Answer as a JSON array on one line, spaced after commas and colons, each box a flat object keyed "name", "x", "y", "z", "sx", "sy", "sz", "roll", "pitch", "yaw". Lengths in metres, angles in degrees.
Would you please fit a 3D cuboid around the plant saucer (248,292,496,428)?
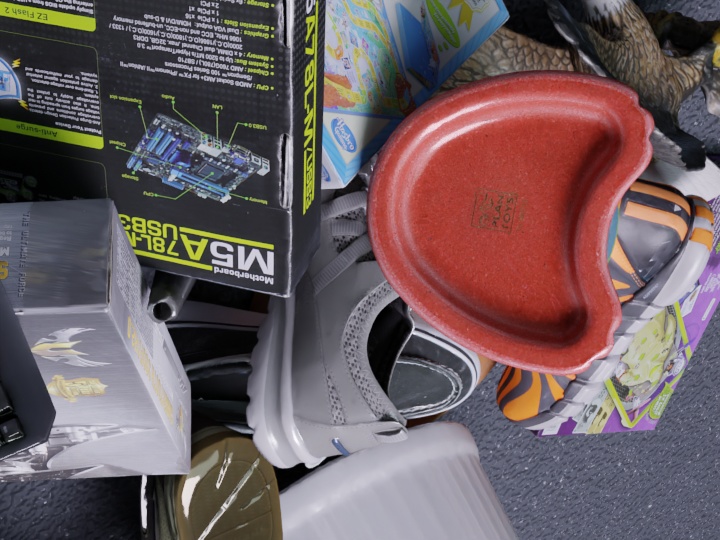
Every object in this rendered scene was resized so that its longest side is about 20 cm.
[{"name": "plant saucer", "x": 0.026, "y": 0.021, "z": 1.002, "sx": 0.200, "sy": 0.032, "sz": 0.201, "roll": -23, "pitch": 134, "yaw": -26}]

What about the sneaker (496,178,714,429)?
[{"name": "sneaker", "x": 0.100, "y": 0.008, "z": 0.982, "sx": 0.112, "sy": 0.078, "sz": 0.200, "roll": 19, "pitch": 133, "yaw": -15}]

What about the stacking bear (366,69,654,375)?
[{"name": "stacking bear", "x": 0.070, "y": -0.025, "z": 0.809, "sx": 0.200, "sy": 0.113, "sz": 0.122, "roll": -6, "pitch": 106, "yaw": -82}]

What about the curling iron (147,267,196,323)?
[{"name": "curling iron", "x": -0.071, "y": -0.026, "z": 0.791, "sx": 0.026, "sy": 0.200, "sz": 0.050, "roll": 37, "pitch": 114, "yaw": -8}]

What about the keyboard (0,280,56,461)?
[{"name": "keyboard", "x": -0.202, "y": -0.006, "z": 0.625, "sx": 0.127, "sy": 0.201, "sz": 0.021, "roll": -24, "pitch": 166, "yaw": -13}]

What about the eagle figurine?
[{"name": "eagle figurine", "x": 0.123, "y": -0.103, "z": 0.915, "sx": 0.200, "sy": 0.151, "sz": 0.152, "roll": -23, "pitch": 157, "yaw": -40}]

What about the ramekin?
[{"name": "ramekin", "x": 0.001, "y": 0.182, "z": 1.003, "sx": 0.200, "sy": 0.098, "sz": 0.201, "roll": -28, "pitch": 158, "yaw": -12}]

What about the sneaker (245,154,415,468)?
[{"name": "sneaker", "x": 0.000, "y": 0.000, "z": 0.863, "sx": 0.075, "sy": 0.082, "sz": 0.201, "roll": 48, "pitch": 43, "yaw": -63}]

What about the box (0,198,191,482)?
[{"name": "box", "x": -0.162, "y": 0.038, "z": 0.737, "sx": 0.157, "sy": 0.049, "sz": 0.200, "roll": -2, "pitch": 156, "yaw": 2}]

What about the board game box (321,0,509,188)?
[{"name": "board game box", "x": -0.024, "y": -0.153, "z": 0.730, "sx": 0.134, "sy": 0.034, "sz": 0.201, "roll": -46, "pitch": 120, "yaw": -34}]

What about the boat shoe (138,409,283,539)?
[{"name": "boat shoe", "x": -0.075, "y": 0.156, "z": 0.893, "sx": 0.071, "sy": 0.066, "sz": 0.202, "roll": -17, "pitch": 124, "yaw": -24}]

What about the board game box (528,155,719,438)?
[{"name": "board game box", "x": 0.185, "y": 0.018, "z": 1.135, "sx": 0.120, "sy": 0.032, "sz": 0.201, "roll": 4, "pitch": 119, "yaw": -37}]

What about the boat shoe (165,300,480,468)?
[{"name": "boat shoe", "x": -0.024, "y": 0.059, "z": 0.918, "sx": 0.198, "sy": 0.068, "sz": 0.074, "roll": 10, "pitch": 121, "yaw": -25}]

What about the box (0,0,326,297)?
[{"name": "box", "x": -0.112, "y": -0.096, "z": 0.682, "sx": 0.048, "sy": 0.199, "sz": 0.194, "roll": -63, "pitch": 160, "yaw": -49}]
